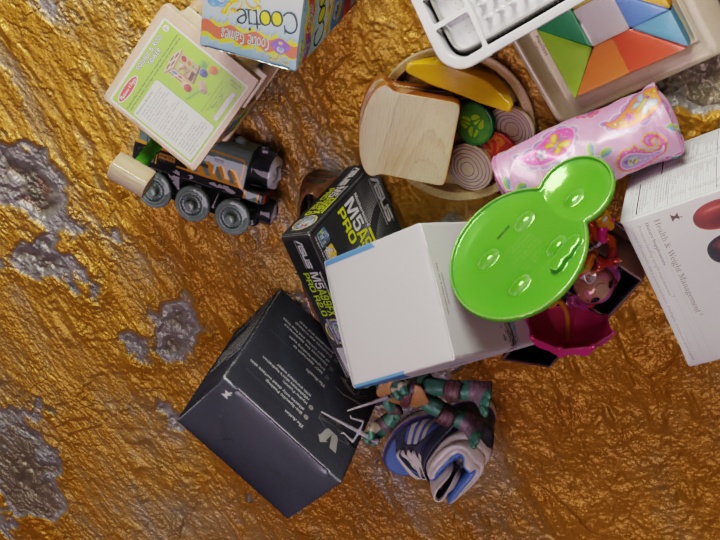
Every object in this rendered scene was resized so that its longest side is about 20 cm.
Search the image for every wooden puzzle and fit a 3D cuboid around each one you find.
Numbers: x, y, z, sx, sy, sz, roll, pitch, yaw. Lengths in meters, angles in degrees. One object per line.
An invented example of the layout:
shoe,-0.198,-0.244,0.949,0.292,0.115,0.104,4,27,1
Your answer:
wooden puzzle,0.248,-0.262,1.078,0.199,0.037,0.186,-24,110,30

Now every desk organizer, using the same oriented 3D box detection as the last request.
desk organizer,0.249,0.039,1.243,0.071,0.077,0.201,32,126,-3

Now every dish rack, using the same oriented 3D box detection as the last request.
dish rack,0.139,-0.315,1.056,0.199,0.043,0.173,-25,89,31

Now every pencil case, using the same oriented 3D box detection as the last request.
pencil case,0.237,-0.120,1.119,0.198,0.088,0.088,-24,112,16

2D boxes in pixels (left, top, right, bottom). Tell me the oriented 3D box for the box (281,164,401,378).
box,0.000,0.000,1.252,0.044,0.160,0.201,-4,120,37

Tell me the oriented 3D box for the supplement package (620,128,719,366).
supplement package,0.403,-0.038,1.097,0.199,0.147,0.192,-20,113,30

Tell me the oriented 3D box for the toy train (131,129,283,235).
toy train,-0.189,-0.122,1.297,0.198,0.085,0.115,19,116,7

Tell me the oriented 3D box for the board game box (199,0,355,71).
board game box,-0.074,-0.296,1.068,0.104,0.201,0.104,16,125,8

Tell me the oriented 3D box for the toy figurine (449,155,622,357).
toy figurine,0.215,0.007,1.109,0.200,0.150,0.184,-47,135,-1

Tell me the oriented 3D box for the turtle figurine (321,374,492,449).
turtle figurine,0.055,0.152,1.285,0.198,0.102,0.150,12,151,4

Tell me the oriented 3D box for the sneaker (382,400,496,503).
sneaker,0.090,0.252,1.389,0.199,0.147,0.081,-34,106,32

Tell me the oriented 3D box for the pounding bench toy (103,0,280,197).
pounding bench toy,-0.199,-0.188,1.190,0.124,0.156,0.200,37,110,-6

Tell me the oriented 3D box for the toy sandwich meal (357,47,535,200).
toy sandwich meal,0.093,-0.155,1.178,0.203,0.070,0.207,9,123,14

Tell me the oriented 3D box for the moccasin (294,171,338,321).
moccasin,-0.047,-0.019,1.309,0.073,0.078,0.203,11,124,12

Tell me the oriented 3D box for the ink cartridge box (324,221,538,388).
ink cartridge box,0.089,0.034,1.183,0.146,0.199,0.148,-20,80,39

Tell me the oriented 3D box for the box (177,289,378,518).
box,-0.098,0.169,1.371,0.197,0.200,0.117,43,125,-10
